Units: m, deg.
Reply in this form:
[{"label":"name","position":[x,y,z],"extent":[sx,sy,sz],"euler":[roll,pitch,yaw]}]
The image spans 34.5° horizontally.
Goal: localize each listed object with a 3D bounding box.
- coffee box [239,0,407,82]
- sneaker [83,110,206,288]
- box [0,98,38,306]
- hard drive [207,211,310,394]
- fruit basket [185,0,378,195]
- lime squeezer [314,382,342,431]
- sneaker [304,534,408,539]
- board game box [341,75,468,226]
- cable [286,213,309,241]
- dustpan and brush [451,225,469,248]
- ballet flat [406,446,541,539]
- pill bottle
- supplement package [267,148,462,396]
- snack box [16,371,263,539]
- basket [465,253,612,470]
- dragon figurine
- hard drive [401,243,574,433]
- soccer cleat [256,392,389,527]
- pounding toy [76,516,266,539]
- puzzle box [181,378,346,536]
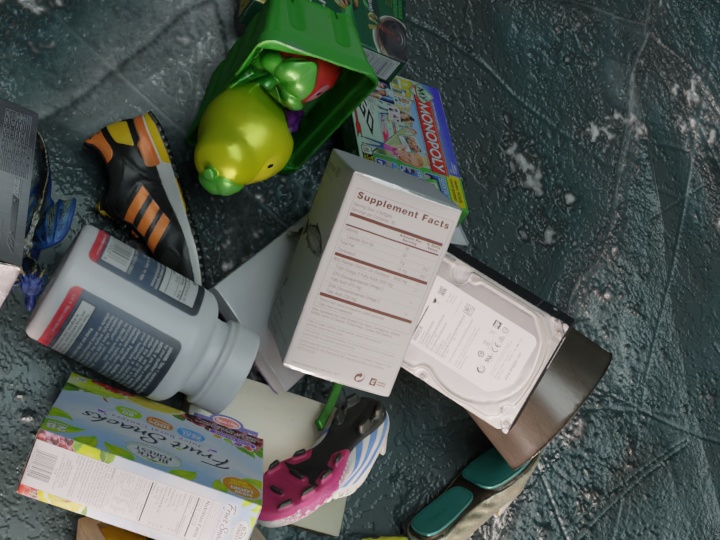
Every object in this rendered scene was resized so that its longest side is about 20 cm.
[{"label":"coffee box","position":[-0.040,-0.301,1.316],"extent":[0.199,0.044,0.124],"euler":[18,54,-25]},{"label":"sneaker","position":[-0.218,-0.055,1.178],"extent":[0.090,0.070,0.201],"euler":[-16,95,-5]},{"label":"box","position":[-0.333,-0.027,0.996],"extent":[0.048,0.159,0.201],"euler":[18,40,-26]},{"label":"hard drive","position":[-0.058,0.022,1.253],"extent":[0.200,0.025,0.132],"euler":[-40,101,-38]},{"label":"fruit basket","position":[-0.092,-0.154,1.180],"extent":[0.155,0.215,0.217],"euler":[15,73,-27]},{"label":"lime squeezer","position":[0.014,0.102,1.276],"extent":[0.200,0.038,0.071],"euler":[-24,75,-43]},{"label":"sneaker","position":[-0.022,0.328,1.196],"extent":[0.199,0.074,0.085],"euler":[0,98,-20]},{"label":"board game box","position":[0.043,-0.146,1.307],"extent":[0.134,0.029,0.201],"euler":[13,46,-26]},{"label":"cable","position":[0.001,-0.019,1.281],"extent":[0.199,0.050,0.097],"euler":[7,54,-47]},{"label":"dustpan and brush","position":[0.034,-0.086,1.299],"extent":[0.199,0.057,0.140],"euler":[-8,65,-33]},{"label":"ballet flat","position":[0.129,0.263,1.314],"extent":[0.200,0.067,0.063],"euler":[-31,125,-28]},{"label":"pill bottle","position":[-0.204,0.055,1.112],"extent":[0.199,0.120,0.120],"euler":[31,66,-15]},{"label":"supplement package","position":[0.000,0.000,1.141],"extent":[0.117,0.117,0.201],"euler":[18,102,-16]},{"label":"snack box","position":[-0.189,0.175,1.046],"extent":[0.199,0.169,0.068],"euler":[20,99,-7]},{"label":"basket","position":[0.154,0.088,1.298],"extent":[0.200,0.136,0.180],"euler":[44,63,2]},{"label":"dragon figurine","position":[-0.307,-0.048,1.094],"extent":[0.059,0.099,0.201],"euler":[23,69,-24]},{"label":"hard drive","position":[0.104,0.060,1.216],"extent":[0.200,0.140,0.038],"euler":[33,20,15]},{"label":"soccer cleat","position":[-0.033,0.209,1.173],"extent":[0.200,0.070,0.087],"euler":[-39,135,-40]},{"label":"pounding toy","position":[-0.182,0.270,1.060],"extent":[0.183,0.200,0.143],"euler":[-3,113,-30]},{"label":"puzzle box","position":[-0.099,0.189,1.209],"extent":[0.199,0.025,0.134],"euler":[22,70,-24]}]
